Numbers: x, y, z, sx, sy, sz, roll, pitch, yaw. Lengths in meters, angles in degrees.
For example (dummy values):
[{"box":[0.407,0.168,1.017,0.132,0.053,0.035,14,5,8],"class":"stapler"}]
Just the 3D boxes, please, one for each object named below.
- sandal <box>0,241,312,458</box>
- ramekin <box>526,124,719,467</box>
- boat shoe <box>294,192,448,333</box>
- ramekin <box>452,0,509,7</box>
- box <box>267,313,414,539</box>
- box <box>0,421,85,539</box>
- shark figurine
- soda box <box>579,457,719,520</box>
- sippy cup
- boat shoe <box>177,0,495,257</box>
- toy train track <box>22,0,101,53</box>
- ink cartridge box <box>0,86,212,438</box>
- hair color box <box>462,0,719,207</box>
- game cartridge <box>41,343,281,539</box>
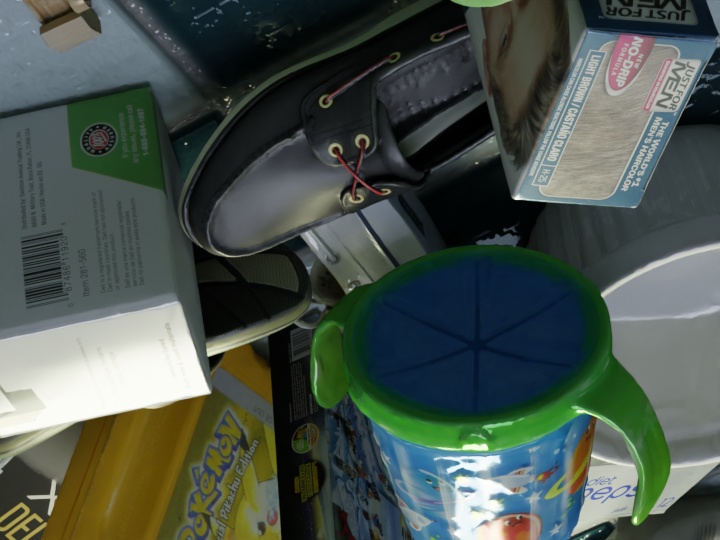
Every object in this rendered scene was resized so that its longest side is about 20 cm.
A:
[{"box":[-0.116,0.041,1.126,0.201,0.080,0.057,-26,139,9],"class":"sandal"},{"box":[0.184,0.010,1.194,0.200,0.105,0.200,-7,140,-6],"class":"ramekin"},{"box":[0.000,0.003,1.165,0.086,0.075,0.202,-23,136,13],"class":"boat shoe"},{"box":[0.047,-0.213,0.836,0.098,0.200,0.200,25,128,-26],"class":"ramekin"},{"box":[0.004,0.141,1.229,0.040,0.200,0.137,-25,138,23],"class":"box"},{"box":[-0.219,0.106,1.204,0.158,0.050,0.200,-36,126,9],"class":"box"},{"box":[0.179,0.176,1.388,0.128,0.214,0.090,1,108,29],"class":"shark figurine"},{"box":[0.124,0.108,1.285,0.200,0.064,0.068,0,143,-41],"class":"soda box"},{"box":[0.064,0.078,1.100,0.139,0.178,0.131,-19,131,-13],"class":"sippy cup"},{"box":[0.002,-0.069,1.044,0.201,0.063,0.074,-33,126,-3],"class":"boat shoe"},{"box":[-0.175,-0.161,0.963,0.114,0.033,0.200,-23,138,13],"class":"toy train track"},{"box":[-0.185,0.004,1.066,0.199,0.146,0.084,-12,140,1],"class":"ink cartridge box"},{"box":[0.087,-0.134,0.928,0.060,0.200,0.100,3,138,-16],"class":"hair color box"},{"box":[-0.085,0.128,1.221,0.032,0.177,0.200,0,152,37],"class":"game cartridge"}]
